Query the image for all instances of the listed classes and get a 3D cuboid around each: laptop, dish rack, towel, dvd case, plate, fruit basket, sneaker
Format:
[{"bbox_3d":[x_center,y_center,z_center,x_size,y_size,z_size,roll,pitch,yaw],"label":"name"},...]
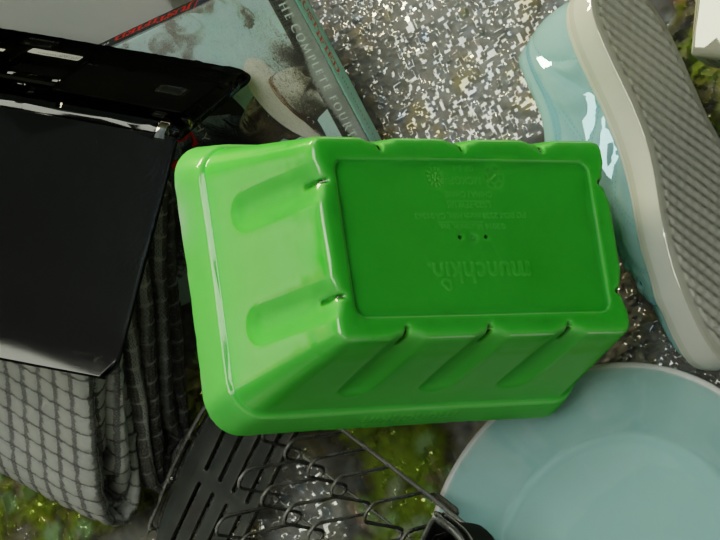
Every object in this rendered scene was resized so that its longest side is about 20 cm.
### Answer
[{"bbox_3d":[-0.166,-0.042,1.216,0.176,0.200,0.104,11,109,10],"label":"laptop"},{"bbox_3d":[-0.031,0.146,1.255,0.200,0.054,0.154,36,107,31],"label":"dish rack"},{"bbox_3d":[-0.171,0.017,1.307,0.165,0.085,0.201,26,135,30],"label":"towel"},{"bbox_3d":[-0.092,-0.059,1.321,0.199,0.022,0.147,-22,108,19],"label":"dvd case"},{"bbox_3d":[0.125,0.144,1.211,0.199,0.026,0.201,-6,76,26],"label":"plate"},{"bbox_3d":[0.000,0.000,1.199,0.215,0.215,0.156,-14,77,23],"label":"fruit basket"},{"bbox_3d":[0.133,-0.038,1.233,0.082,0.074,0.201,-34,66,45],"label":"sneaker"}]

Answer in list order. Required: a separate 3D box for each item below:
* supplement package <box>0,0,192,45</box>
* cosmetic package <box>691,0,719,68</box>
[{"bbox_3d":[-0.177,-0.204,1.326,0.117,0.200,0.117,-22,32,20],"label":"supplement package"},{"bbox_3d":[0.253,-0.117,1.130,0.199,0.104,0.074,6,93,12],"label":"cosmetic package"}]
